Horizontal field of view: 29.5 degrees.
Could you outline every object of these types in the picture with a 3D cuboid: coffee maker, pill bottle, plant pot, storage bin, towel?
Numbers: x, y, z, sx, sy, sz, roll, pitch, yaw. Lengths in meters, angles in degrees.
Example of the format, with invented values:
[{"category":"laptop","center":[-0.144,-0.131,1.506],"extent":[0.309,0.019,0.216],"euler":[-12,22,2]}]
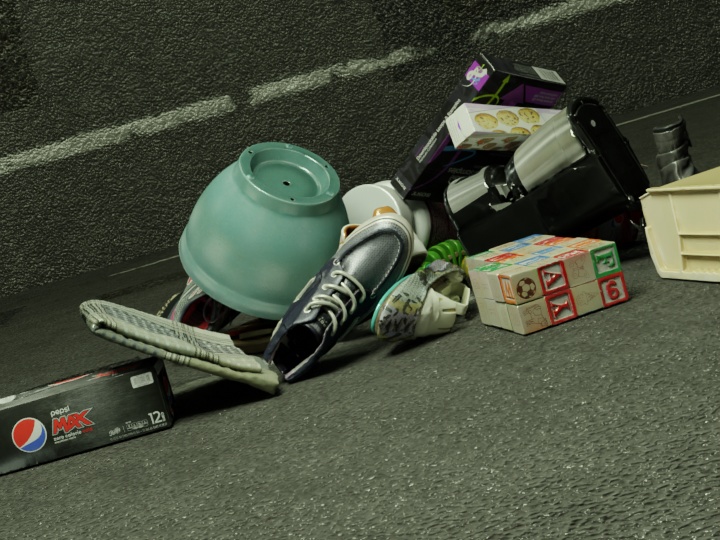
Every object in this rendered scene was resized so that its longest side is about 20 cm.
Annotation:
[{"category":"coffee maker","center":[0.214,-0.064,1.529],"extent":[0.200,0.193,0.134],"euler":[-35,-28,32]},{"category":"pill bottle","center":[0.055,-0.054,1.719],"extent":[0.113,0.115,0.200],"euler":[-11,-7,28]},{"category":"plant pot","center":[-0.095,-0.059,1.554],"extent":[0.199,0.135,0.201],"euler":[13,36,-10]},{"category":"storage bin","center":[0.404,-0.062,1.317],"extent":[0.199,0.094,0.198],"euler":[-18,7,-17]},{"category":"towel","center":[-0.184,0.071,1.388],"extent":[0.199,0.035,0.192],"euler":[20,-2,-15]}]

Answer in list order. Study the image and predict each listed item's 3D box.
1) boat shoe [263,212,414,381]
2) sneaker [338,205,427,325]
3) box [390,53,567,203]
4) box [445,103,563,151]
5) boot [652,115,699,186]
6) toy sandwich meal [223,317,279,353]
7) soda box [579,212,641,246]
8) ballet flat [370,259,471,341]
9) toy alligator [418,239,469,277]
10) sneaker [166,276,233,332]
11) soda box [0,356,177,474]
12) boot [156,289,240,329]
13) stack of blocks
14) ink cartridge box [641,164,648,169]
[{"category":"boat shoe","center":[-0.020,0.032,1.377],"extent":[0.200,0.075,0.093],"euler":[-51,3,16]},{"category":"sneaker","center":[0.000,0.000,1.497],"extent":[0.072,0.085,0.200],"euler":[-16,-22,-42]},{"category":"box","center":[0.141,-0.162,1.631],"extent":[0.142,0.036,0.200],"euler":[1,-45,-45]},{"category":"box","center":[0.187,-0.164,1.588],"extent":[0.199,0.042,0.039],"euler":[-1,-26,-38]},{"category":"boot","center":[0.363,-0.105,1.561],"extent":[0.069,0.133,0.200],"euler":[-14,8,7]},{"category":"toy sandwich meal","center":[-0.082,0.039,1.652],"extent":[0.203,0.071,0.205],"euler":[-15,7,2]},{"category":"soda box","center":[0.257,-0.109,1.666],"extent":[0.070,0.064,0.200],"euler":[-19,47,-22]},{"category":"ballet flat","center":[0.074,0.033,1.420],"extent":[0.072,0.073,0.200],"euler":[-12,8,23]},{"category":"toy alligator","center":[0.085,0.001,1.650],"extent":[0.199,0.055,0.059],"euler":[-22,10,-42]},{"category":"sneaker","center":[-0.170,0.017,1.669],"extent":[0.080,0.201,0.075],"euler":[27,-10,-8]},{"category":"soda box","center":[-0.284,0.143,1.341],"extent":[0.198,0.064,0.071],"euler":[-15,7,-1]},{"category":"boot","center":[-0.188,0.027,1.784],"extent":[0.203,0.074,0.154],"euler":[-43,12,-13]},{"category":"stack of blocks","center":[0.172,0.010,1.387],"extent":[0.114,0.059,0.200],"euler":[-18,8,-13]},{"category":"ink cartridge box","center":[0.264,-0.118,1.850],"extent":[0.199,0.045,0.176],"euler":[-30,-16,33]}]
